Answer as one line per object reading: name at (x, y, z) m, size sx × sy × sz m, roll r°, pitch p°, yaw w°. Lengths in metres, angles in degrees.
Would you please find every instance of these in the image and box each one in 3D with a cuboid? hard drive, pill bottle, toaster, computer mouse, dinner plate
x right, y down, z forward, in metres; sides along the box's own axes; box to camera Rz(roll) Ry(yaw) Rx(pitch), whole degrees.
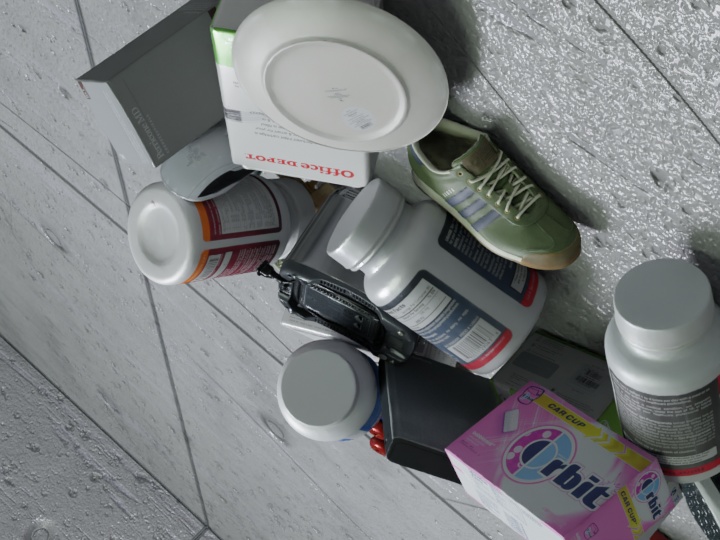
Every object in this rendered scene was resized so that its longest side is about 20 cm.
hard drive at (0.089, 0.157, 1.447) m, size 0.139 × 0.033 × 0.200 m, roll 19°, pitch -158°, yaw -10°
pill bottle at (0.072, 0.001, 1.341) m, size 0.199 × 0.120 × 0.119 m, roll 35°, pitch 160°, yaw -13°
toaster at (0.000, 0.000, 1.478) m, size 0.199 × 0.130 × 0.114 m, roll 26°, pitch 153°, yaw 8°
pill bottle at (-0.146, -0.049, 1.486) m, size 0.109 × 0.199 × 0.111 m, roll 7°, pitch 101°, yaw 39°
pill bottle at (0.274, 0.087, 1.196) m, size 0.110 × 0.111 × 0.201 m, roll 27°, pitch 151°, yaw 38°
computer mouse at (-0.120, -0.135, 1.423) m, size 0.110 × 0.199 × 0.044 m, roll 43°, pitch 144°, yaw 18°
pill bottle at (-0.032, 0.134, 1.517) m, size 0.112 × 0.112 × 0.200 m, roll 43°, pitch 178°, yaw 9°
dinner plate at (-0.021, -0.164, 1.208) m, size 0.198 × 0.024 × 0.201 m, roll 11°, pitch 148°, yaw 7°

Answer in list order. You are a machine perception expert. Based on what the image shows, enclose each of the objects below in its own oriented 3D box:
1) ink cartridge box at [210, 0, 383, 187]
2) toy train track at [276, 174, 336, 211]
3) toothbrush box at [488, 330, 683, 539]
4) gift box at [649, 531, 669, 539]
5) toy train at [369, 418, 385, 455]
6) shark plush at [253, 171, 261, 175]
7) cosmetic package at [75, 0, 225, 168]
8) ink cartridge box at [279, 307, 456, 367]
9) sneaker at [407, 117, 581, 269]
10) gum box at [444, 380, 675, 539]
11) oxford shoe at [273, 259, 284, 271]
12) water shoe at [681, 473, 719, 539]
ink cartridge box at (-0.054, -0.180, 1.300) m, size 0.144 × 0.085 × 0.201 m, roll 11°, pitch 148°, yaw 8°
toy train track at (-0.016, -0.057, 1.582) m, size 0.200 × 0.033 × 0.115 m, roll 45°, pitch 151°, yaw -10°
toothbrush box at (0.240, 0.179, 1.441) m, size 0.145 × 0.086 × 0.201 m, roll 22°, pitch 146°, yaw 47°
gift box at (0.328, 0.434, 1.582) m, size 0.200 × 0.184 × 0.187 m, roll 41°, pitch 156°, yaw 28°
toy train at (0.076, 0.195, 1.752) m, size 0.115 × 0.085 × 0.200 m, roll 28°, pitch 160°, yaw 15°
shark plush at (-0.138, -0.122, 1.545) m, size 0.091 × 0.083 × 0.200 m, roll 41°, pitch -178°, yaw 0°
cosmetic package at (-0.178, -0.203, 1.396) m, size 0.090 × 0.200 × 0.107 m, roll 10°, pitch 137°, yaw 53°
ink cartridge box at (0.027, 0.088, 1.654) m, size 0.199 × 0.045 × 0.176 m, roll 14°, pitch 171°, yaw 26°
sneaker at (0.115, -0.079, 1.256) m, size 0.200 × 0.067 × 0.090 m, roll 36°, pitch 161°, yaw 31°
gum box at (0.179, 0.190, 1.274) m, size 0.200 × 0.113 × 0.066 m, roll 31°, pitch 153°, yaw 54°
oxford shoe at (-0.048, -0.008, 1.671) m, size 0.199 × 0.075 × 0.058 m, roll 34°, pitch -179°, yaw 29°
water shoe at (0.382, 0.244, 1.325) m, size 0.200 × 0.078 × 0.072 m, roll -119°, pitch 10°, yaw -46°
